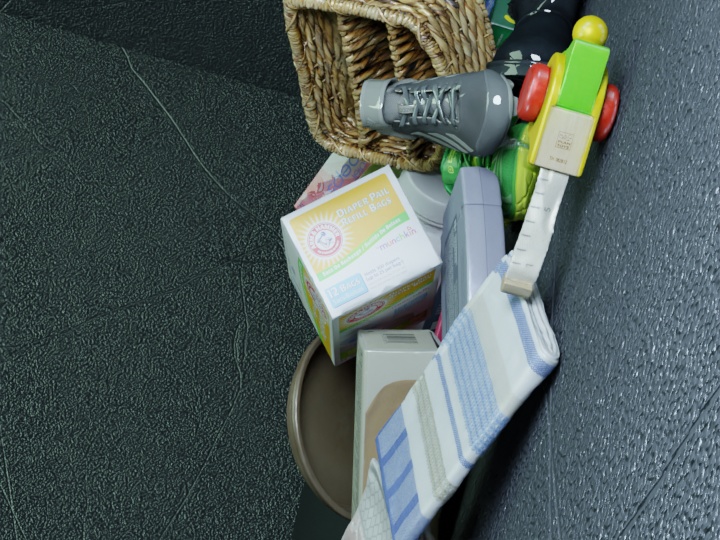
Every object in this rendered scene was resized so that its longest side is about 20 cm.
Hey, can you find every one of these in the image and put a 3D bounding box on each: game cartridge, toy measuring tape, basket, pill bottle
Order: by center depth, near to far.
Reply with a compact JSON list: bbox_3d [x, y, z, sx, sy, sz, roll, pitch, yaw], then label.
[{"bbox_3d":[0.136,-0.082,1.060,0.074,0.073,0.202,-102,27,-82],"label":"toy measuring tape"},{"bbox_3d":[0.092,0.025,1.231,0.134,0.040,0.202,96,174,-67],"label":"game cartridge"},{"bbox_3d":[0.034,-0.181,1.385,0.143,0.148,0.201,47,159,35],"label":"basket"},{"bbox_3d":[0.066,-0.029,1.528,0.201,0.119,0.120,110,174,-46],"label":"pill bottle"}]

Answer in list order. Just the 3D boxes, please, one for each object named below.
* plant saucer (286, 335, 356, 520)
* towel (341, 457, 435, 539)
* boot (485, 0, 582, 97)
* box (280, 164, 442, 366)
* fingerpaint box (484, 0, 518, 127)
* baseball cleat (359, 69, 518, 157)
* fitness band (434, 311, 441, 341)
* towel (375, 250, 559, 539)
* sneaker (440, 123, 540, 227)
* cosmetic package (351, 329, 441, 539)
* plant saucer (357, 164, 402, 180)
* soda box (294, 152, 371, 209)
[{"bbox_3d":[-0.009,0.157,1.526,0.029,0.200,0.201,-14,49,38],"label":"plant saucer"},{"bbox_3d":[0.016,0.275,1.160,0.201,0.032,0.192,-112,36,-50],"label":"towel"},{"bbox_3d":[0.158,-0.233,1.271,0.200,0.076,0.170,-46,-32,-85],"label":"boot"},{"bbox_3d":[0.000,0.000,1.358,0.102,0.112,0.200,62,172,13],"label":"box"},{"bbox_3d":[0.151,-0.253,1.492,0.200,0.073,0.168,113,172,-66],"label":"fingerpaint box"},{"bbox_3d":[0.057,-0.128,1.232,0.200,0.105,0.070,-176,88,-75],"label":"baseball cleat"},{"bbox_3d":[0.086,0.077,1.424,0.144,0.037,0.202,-97,23,-82],"label":"fitness band"},{"bbox_3d":[0.075,0.096,1.095,0.201,0.024,0.147,-56,20,23],"label":"towel"},{"bbox_3d":[0.111,-0.082,1.300,0.200,0.083,0.075,124,165,-77],"label":"sneaker"},{"bbox_3d":[0.031,0.158,1.291,0.105,0.070,0.202,-112,24,-80],"label":"cosmetic package"},{"bbox_3d":[0.065,-0.079,1.614,0.031,0.199,0.201,51,144,27],"label":"plant saucer"},{"bbox_3d":[0.017,-0.119,1.606,0.063,0.070,0.200,-4,-43,-55],"label":"soda box"}]
